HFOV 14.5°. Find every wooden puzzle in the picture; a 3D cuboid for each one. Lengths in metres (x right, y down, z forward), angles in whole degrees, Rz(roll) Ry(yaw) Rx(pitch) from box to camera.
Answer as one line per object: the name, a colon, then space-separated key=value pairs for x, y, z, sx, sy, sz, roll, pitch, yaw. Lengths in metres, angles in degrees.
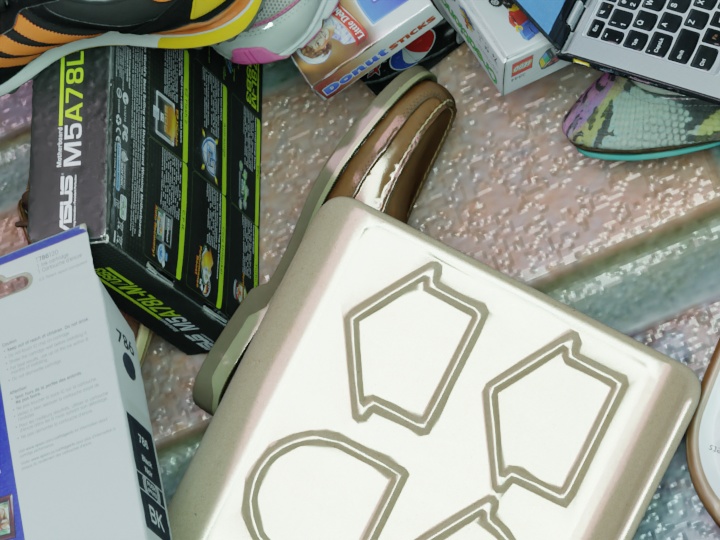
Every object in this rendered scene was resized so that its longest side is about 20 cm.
wooden puzzle: x=0.032 y=0.089 z=1.313 sx=0.199 sy=0.046 sz=0.186 roll=26 pitch=85 yaw=9

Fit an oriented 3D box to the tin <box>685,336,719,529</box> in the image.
tin: x=0.220 y=0.039 z=1.302 sx=0.112 sy=0.042 sz=0.201 roll=18 pitch=81 yaw=28

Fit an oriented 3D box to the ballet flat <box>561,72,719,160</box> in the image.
ballet flat: x=0.188 y=-0.096 z=1.330 sx=0.199 sy=0.071 sz=0.069 roll=-1 pitch=41 yaw=19

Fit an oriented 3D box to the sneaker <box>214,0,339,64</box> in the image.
sneaker: x=-0.054 y=-0.196 z=1.334 sx=0.081 sy=0.088 sz=0.201 roll=-6 pitch=72 yaw=17

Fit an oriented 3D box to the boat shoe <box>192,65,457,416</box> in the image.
boat shoe: x=0.000 y=0.000 z=1.379 sx=0.068 sy=0.072 sz=0.201 roll=32 pitch=96 yaw=20

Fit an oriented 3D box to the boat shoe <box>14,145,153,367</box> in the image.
boat shoe: x=-0.144 y=-0.023 z=1.423 sx=0.072 sy=0.067 sz=0.201 roll=-13 pitch=67 yaw=41

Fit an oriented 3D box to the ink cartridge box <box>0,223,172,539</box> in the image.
ink cartridge box: x=-0.137 y=0.085 z=1.220 sx=0.099 sy=0.039 sz=0.201 roll=-20 pitch=60 yaw=14

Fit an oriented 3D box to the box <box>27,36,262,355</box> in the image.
box: x=-0.099 y=-0.079 z=1.366 sx=0.047 sy=0.193 sz=0.201 roll=-5 pitch=73 yaw=16

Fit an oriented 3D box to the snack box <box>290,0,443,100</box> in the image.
snack box: x=-0.039 y=-0.180 z=1.386 sx=0.072 sy=0.024 sz=0.200 roll=-34 pitch=66 yaw=6

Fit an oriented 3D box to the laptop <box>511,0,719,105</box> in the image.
laptop: x=0.146 y=-0.192 z=1.283 sx=0.199 sy=0.116 sz=0.188 roll=18 pitch=64 yaw=19

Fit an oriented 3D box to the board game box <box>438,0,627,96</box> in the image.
board game box: x=0.122 y=-0.179 z=1.364 sx=0.199 sy=0.035 sz=0.127 roll=-26 pitch=65 yaw=-13

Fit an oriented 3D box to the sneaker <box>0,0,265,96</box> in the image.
sneaker: x=-0.145 y=-0.127 z=1.240 sx=0.199 sy=0.090 sz=0.070 roll=-10 pitch=71 yaw=15

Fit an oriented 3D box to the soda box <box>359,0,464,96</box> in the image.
soda box: x=-0.026 y=-0.183 z=1.436 sx=0.063 sy=0.071 sz=0.200 roll=-38 pitch=65 yaw=7
